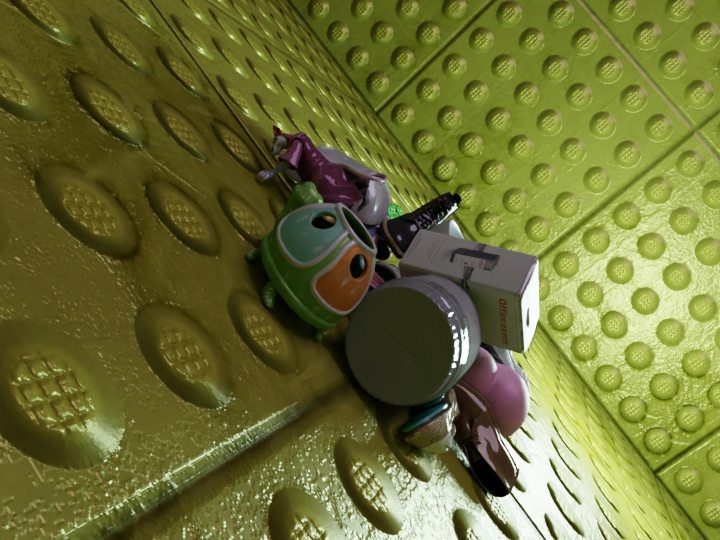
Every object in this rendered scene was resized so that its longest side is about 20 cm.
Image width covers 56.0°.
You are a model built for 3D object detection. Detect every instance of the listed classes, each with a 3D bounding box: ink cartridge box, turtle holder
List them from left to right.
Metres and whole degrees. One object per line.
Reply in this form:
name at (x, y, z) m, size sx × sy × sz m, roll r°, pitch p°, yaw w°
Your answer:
turtle holder at (-0.051, -0.019, 0.856) m, size 0.141 × 0.131 × 0.186 m, roll 44°, pitch 16°, yaw -19°
ink cartridge box at (0.171, 0.031, 1.045) m, size 0.196 × 0.085 × 0.147 m, roll 17°, pitch -35°, yaw 28°

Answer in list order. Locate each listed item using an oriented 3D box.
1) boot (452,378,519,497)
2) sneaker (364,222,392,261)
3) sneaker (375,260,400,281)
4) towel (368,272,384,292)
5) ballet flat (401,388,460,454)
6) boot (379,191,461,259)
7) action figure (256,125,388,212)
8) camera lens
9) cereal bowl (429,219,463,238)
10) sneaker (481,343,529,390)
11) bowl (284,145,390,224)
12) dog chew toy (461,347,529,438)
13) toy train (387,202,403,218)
boot at (0.169, 0.244, 1.012) m, size 0.202 × 0.073 × 0.075 m, roll 55°, pitch 22°, yaw 4°
sneaker at (0.038, -0.048, 1.316) m, size 0.082 × 0.070 × 0.199 m, roll 51°, pitch 22°, yaw 21°
sneaker at (0.075, 0.062, 1.183) m, size 0.070 × 0.074 × 0.201 m, roll 18°, pitch 26°, yaw -48°
towel at (0.000, 0.000, 1.095) m, size 0.144 × 0.023 × 0.200 m, roll 36°, pitch 8°, yaw -45°
ballet flat at (0.105, 0.208, 0.914) m, size 0.067 × 0.069 × 0.200 m, roll 65°, pitch 19°, yaw 2°
boot at (0.117, -0.098, 1.280) m, size 0.078 × 0.137 × 0.200 m, roll 56°, pitch 20°, yaw -7°
action figure at (-0.074, -0.169, 1.112) m, size 0.201 × 0.149 × 0.134 m, roll 49°, pitch 16°, yaw 2°
camera lens at (0.076, 0.090, 0.918) m, size 0.161 × 0.159 × 0.199 m, roll 52°, pitch 15°, yaw 10°
cereal bowl at (0.158, 0.014, 1.249) m, size 0.200 × 0.082 × 0.205 m, roll -16°, pitch 91°, yaw -71°
sneaker at (0.239, 0.152, 1.239) m, size 0.079 × 0.074 × 0.202 m, roll 29°, pitch 26°, yaw -41°
bowl at (-0.030, -0.171, 1.282) m, size 0.197 × 0.076 × 0.200 m, roll 31°, pitch 13°, yaw 7°
dog chew toy at (0.179, 0.180, 1.093) m, size 0.200 × 0.125 × 0.125 m, roll 43°, pitch 16°, yaw -12°
toy train at (0.075, -0.139, 1.703) m, size 0.057 × 0.041 × 0.200 m, roll 63°, pitch 16°, yaw 5°
